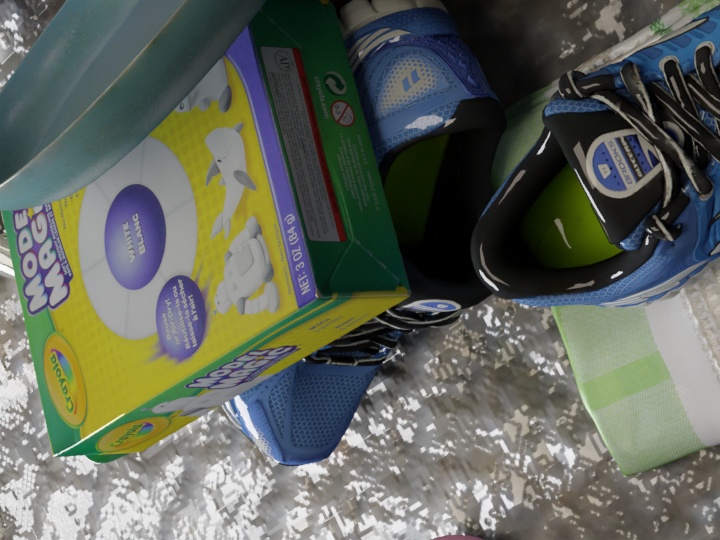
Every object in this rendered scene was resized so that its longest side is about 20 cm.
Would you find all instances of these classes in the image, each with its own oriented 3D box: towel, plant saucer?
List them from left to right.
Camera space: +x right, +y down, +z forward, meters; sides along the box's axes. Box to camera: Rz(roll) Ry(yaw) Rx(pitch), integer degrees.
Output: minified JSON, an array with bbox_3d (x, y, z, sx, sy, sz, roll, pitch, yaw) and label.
[{"bbox_3d":[-0.069,-0.095,0.776,0.027,0.200,0.200,39,131,-18],"label":"plant saucer"},{"bbox_3d":[0.135,-0.024,0.753,0.200,0.031,0.150,-29,80,40],"label":"towel"}]

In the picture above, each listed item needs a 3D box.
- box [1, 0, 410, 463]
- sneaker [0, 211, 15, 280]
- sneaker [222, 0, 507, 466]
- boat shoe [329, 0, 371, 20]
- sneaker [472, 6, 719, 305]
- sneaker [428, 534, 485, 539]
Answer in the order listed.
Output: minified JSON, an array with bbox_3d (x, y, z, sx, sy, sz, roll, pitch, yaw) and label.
[{"bbox_3d":[-0.072,-0.008,0.821,0.200,0.048,0.118,-33,66,46],"label":"box"},{"bbox_3d":[-0.120,-0.027,0.948,0.200,0.076,0.088,40,107,22],"label":"sneaker"},{"bbox_3d":[0.000,0.000,0.822,0.089,0.078,0.201,51,135,39],"label":"sneaker"},{"bbox_3d":[-0.029,-0.094,0.845,0.069,0.074,0.201,39,119,26],"label":"boat shoe"},{"bbox_3d":[0.111,-0.040,0.685,0.200,0.089,0.079,-41,75,39],"label":"sneaker"},{"bbox_3d":[0.053,0.199,0.826,0.079,0.095,0.200,-46,72,34],"label":"sneaker"}]
